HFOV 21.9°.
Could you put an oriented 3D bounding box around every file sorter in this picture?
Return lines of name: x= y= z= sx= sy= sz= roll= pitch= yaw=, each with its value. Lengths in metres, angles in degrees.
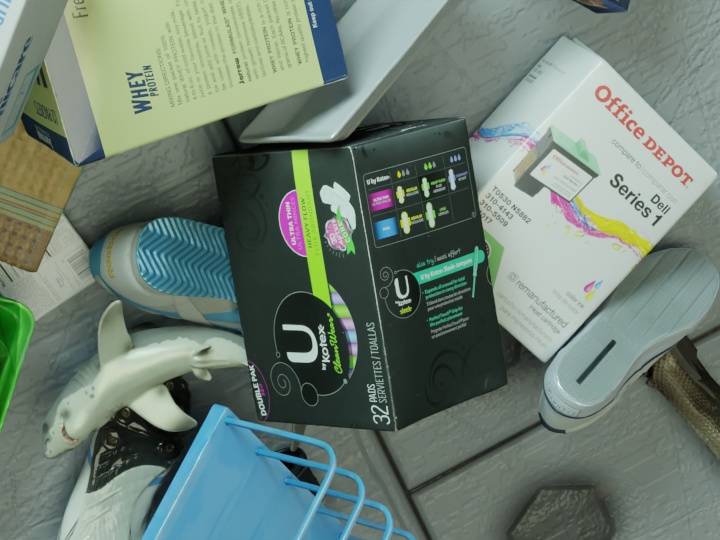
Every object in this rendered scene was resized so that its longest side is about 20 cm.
file sorter: x=-0.045 y=0.214 z=1.342 sx=0.200 sy=0.123 sz=0.139 roll=51 pitch=58 yaw=-45

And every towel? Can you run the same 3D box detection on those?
towel: x=-0.252 y=-0.113 z=1.307 sx=0.147 sy=0.022 sz=0.200 roll=23 pitch=92 yaw=-27

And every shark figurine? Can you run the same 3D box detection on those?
shark figurine: x=-0.132 y=0.065 z=1.384 sx=0.214 sy=0.090 sz=0.128 roll=-3 pitch=112 yaw=-17

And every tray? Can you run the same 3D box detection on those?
tray: x=0.008 y=-0.152 z=1.301 sx=0.200 sy=0.107 sz=0.022 roll=-52 pitch=121 yaw=-25

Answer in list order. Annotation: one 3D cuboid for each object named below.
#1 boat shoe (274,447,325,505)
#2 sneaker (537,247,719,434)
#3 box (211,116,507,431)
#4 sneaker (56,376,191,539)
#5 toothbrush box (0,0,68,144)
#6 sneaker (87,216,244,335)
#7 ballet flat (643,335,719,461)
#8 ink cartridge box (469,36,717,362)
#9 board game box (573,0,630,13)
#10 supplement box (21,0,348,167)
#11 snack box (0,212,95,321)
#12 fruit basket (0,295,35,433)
boat shoe: x=-0.107 y=0.187 z=1.414 sx=0.200 sy=0.075 sz=0.062 roll=-21 pitch=109 yaw=-43
sneaker: x=0.204 y=0.053 z=1.467 sx=0.200 sy=0.071 sz=0.073 roll=-37 pitch=78 yaw=-30
box: x=0.000 y=0.000 z=1.331 sx=0.124 sy=0.148 sz=0.200 roll=-19 pitch=102 yaw=-43
sneaker: x=-0.187 y=0.167 z=1.426 sx=0.072 sy=0.072 sz=0.200 roll=22 pitch=87 yaw=-19
toothbrush box: x=-0.287 y=-0.175 z=1.125 sx=0.200 sy=0.085 sz=0.146 roll=29 pitch=117 yaw=4
sneaker: x=-0.108 y=0.007 z=1.384 sx=0.200 sy=0.081 sz=0.077 roll=23 pitch=71 yaw=-41
ballet flat: x=0.288 y=0.124 z=1.546 sx=0.046 sy=0.067 sz=0.200 roll=-30 pitch=115 yaw=22
ink cartridge box: x=0.150 y=-0.055 z=1.427 sx=0.145 sy=0.084 sz=0.200 roll=41 pitch=94 yaw=-24
board game box: x=0.159 y=-0.300 z=1.319 sx=0.135 sy=0.035 sz=0.200 roll=20 pitch=82 yaw=-37
supplement box: x=-0.143 y=-0.200 z=1.247 sx=0.200 sy=0.134 sz=0.200 roll=-21 pitch=110 yaw=-19
snack box: x=-0.268 y=-0.057 z=1.341 sx=0.072 sy=0.024 sz=0.200 roll=-34 pitch=114 yaw=-4
fruit basket: x=-0.329 y=0.057 z=1.269 sx=0.216 sy=0.216 sz=0.156 roll=15 pitch=104 yaw=-20
